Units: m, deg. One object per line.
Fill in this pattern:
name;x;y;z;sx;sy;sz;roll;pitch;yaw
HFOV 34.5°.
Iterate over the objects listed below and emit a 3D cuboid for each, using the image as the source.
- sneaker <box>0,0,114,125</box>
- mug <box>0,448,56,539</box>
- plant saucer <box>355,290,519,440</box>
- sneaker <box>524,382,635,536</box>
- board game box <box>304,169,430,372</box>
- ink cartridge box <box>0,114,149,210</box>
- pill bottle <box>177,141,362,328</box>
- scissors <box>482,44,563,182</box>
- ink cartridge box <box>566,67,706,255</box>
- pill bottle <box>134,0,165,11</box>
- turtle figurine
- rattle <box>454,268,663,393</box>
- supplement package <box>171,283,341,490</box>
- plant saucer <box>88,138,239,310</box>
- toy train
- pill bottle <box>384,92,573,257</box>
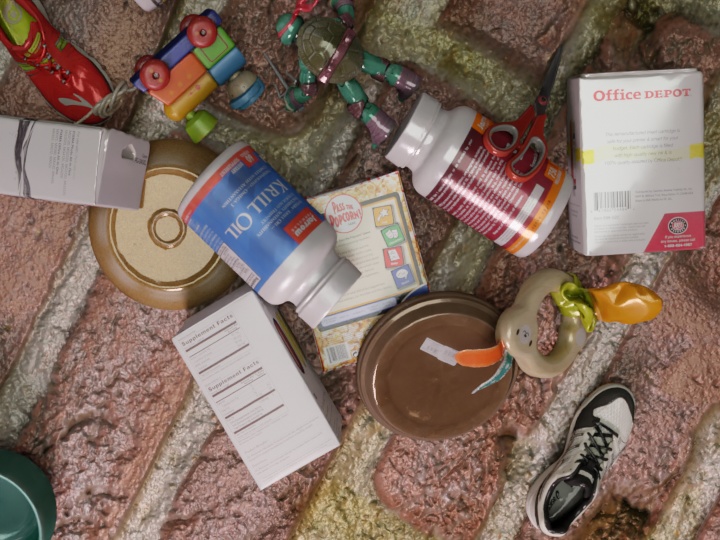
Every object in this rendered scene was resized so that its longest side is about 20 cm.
sneaker;-0.357;-0.240;1.296;0.077;0.085;0.200;-43;97;5
mug;-0.444;0.277;1.349;0.184;0.114;0.153;34;96;-5
plant saucer;0.093;0.119;1.354;0.196;0.030;0.203;-3;116;-7
sneaker;0.272;0.231;1.378;0.075;0.088;0.202;29;94;-4
board game box;0.000;0.000;1.359;0.149;0.046;0.203;-15;98;1
ink cartridge box;-0.348;-0.119;1.263;0.196;0.145;0.085;8;92;8
pill bottle;-0.095;-0.036;1.275;0.200;0.112;0.112;43;95;0
scissors;0.204;-0.176;1.301;0.073;0.014;0.200;40;57;2
ink cartridge box;0.315;-0.126;1.332;0.142;0.083;0.204;-3;98;-2
pill bottle;-0.189;-0.386;1.268;0.199;0.111;0.112;-37;97;4
turtle figurine;-0.034;-0.237;1.304;0.199;0.101;0.151;35;95;-12
rattle;0.221;0.080;1.295;0.142;0.198;0.132;26;121;37
supplement package;-0.116;0.126;1.338;0.108;0.114;0.202;-29;98;4
plant saucer;-0.222;-0.051;1.351;0.196;0.035;0.204;0;98;-1
toy train;-0.210;-0.189;1.307;0.200;0.085;0.116;-43;110;-3
pill bottle;0.132;-0.112;1.314;0.198;0.113;0.114;32;96;-6
